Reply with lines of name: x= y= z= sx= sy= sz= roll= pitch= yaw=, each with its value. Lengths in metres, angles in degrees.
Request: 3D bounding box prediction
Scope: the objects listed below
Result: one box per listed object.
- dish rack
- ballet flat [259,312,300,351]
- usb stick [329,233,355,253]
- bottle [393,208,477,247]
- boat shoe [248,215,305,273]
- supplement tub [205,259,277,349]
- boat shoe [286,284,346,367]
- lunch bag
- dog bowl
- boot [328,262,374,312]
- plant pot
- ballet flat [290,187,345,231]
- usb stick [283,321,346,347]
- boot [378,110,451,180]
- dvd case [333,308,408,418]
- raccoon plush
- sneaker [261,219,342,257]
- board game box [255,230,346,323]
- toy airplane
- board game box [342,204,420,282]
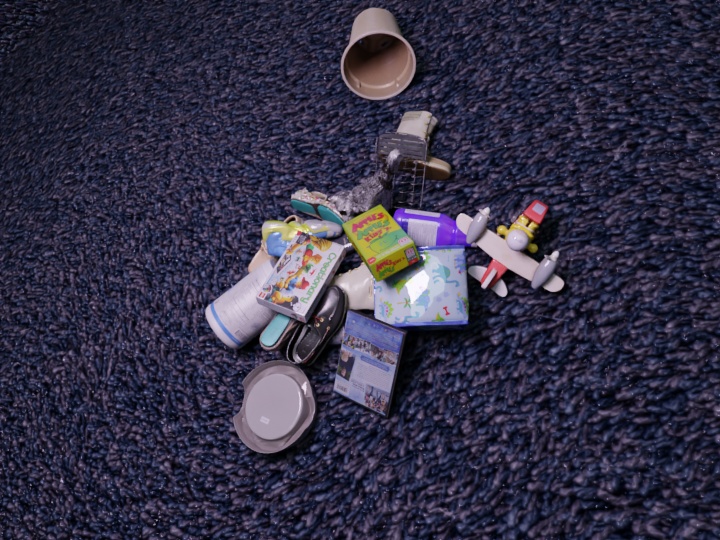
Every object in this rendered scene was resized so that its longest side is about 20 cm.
dish rack: x=0.087 y=-0.228 z=1.317 sx=0.152 sy=0.054 sz=0.202 roll=14 pitch=109 yaw=26
ballet flat: x=-0.156 y=0.102 z=1.252 sx=0.068 sy=0.067 sz=0.200 roll=34 pitch=74 yaw=23
usb stick: x=-0.093 y=-0.044 z=1.367 sx=0.198 sy=0.033 sz=0.056 roll=-22 pitch=60 yaw=10
bottle: x=0.172 y=-0.090 z=1.254 sx=0.198 sy=0.084 sz=0.065 roll=8 pitch=33 yaw=12
boat shoe: x=-0.222 y=-0.066 z=1.405 sx=0.200 sy=0.069 sz=0.074 roll=-47 pitch=60 yaw=-4
supplement tub: x=-0.259 y=0.083 z=1.318 sx=0.199 sy=0.132 sz=0.132 roll=-37 pitch=60 yaw=1
boat shoe: x=-0.096 y=0.123 z=1.220 sx=0.073 sy=0.063 sz=0.203 roll=31 pitch=92 yaw=23
lunch bag: x=0.126 y=0.042 z=1.170 sx=0.198 sy=0.128 sz=0.172 roll=-2 pitch=77 yaw=3
dog bowl: x=-0.187 y=0.309 z=1.231 sx=0.198 sy=0.059 sz=0.202 roll=-9 pitch=64 yaw=18
boot: x=0.000 y=0.000 z=1.279 sx=0.153 sy=0.072 sz=0.202 roll=-8 pitch=72 yaw=18
plant pot: x=0.045 y=-0.606 z=1.489 sx=0.199 sy=0.201 sz=0.185 roll=-13 pitch=51 yaw=15
ballet flat: x=-0.094 y=-0.165 z=1.402 sx=0.199 sy=0.076 sz=0.064 roll=27 pitch=63 yaw=25
usb stick: x=-0.117 y=0.150 z=1.281 sx=0.198 sy=0.033 sz=0.056 roll=-5 pitch=68 yaw=18
boot: x=0.162 y=-0.318 z=1.371 sx=0.199 sy=0.072 sz=0.155 roll=23 pitch=74 yaw=28
dvd case: x=0.019 y=0.197 z=1.162 sx=0.142 sy=0.018 sz=0.202 roll=19 pitch=109 yaw=26
raccoon plush: x=0.015 y=-0.202 z=1.305 sx=0.133 sy=0.097 sz=0.201 roll=30 pitch=90 yaw=34
sneaker: x=-0.143 y=-0.070 z=1.352 sx=0.198 sy=0.076 sz=0.106 roll=1 pitch=102 yaw=1
board game box: x=-0.131 y=0.010 z=1.231 sx=0.125 sy=0.035 sz=0.201 roll=19 pitch=60 yaw=17
toy airplane: x=0.312 y=-0.044 z=1.146 sx=0.198 sy=0.141 sz=0.201 roll=-8 pitch=80 yaw=5
board game box: x=0.039 y=-0.063 z=1.165 sx=0.101 sy=0.048 sz=0.200 roll=-28 pitch=34 yaw=-3
